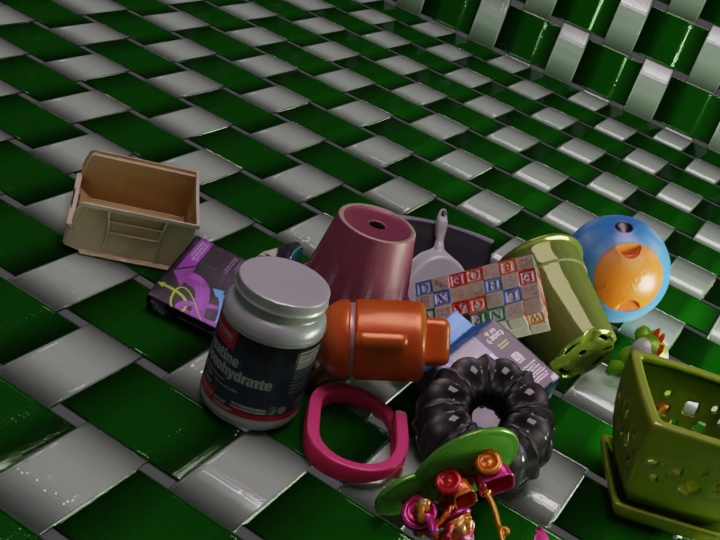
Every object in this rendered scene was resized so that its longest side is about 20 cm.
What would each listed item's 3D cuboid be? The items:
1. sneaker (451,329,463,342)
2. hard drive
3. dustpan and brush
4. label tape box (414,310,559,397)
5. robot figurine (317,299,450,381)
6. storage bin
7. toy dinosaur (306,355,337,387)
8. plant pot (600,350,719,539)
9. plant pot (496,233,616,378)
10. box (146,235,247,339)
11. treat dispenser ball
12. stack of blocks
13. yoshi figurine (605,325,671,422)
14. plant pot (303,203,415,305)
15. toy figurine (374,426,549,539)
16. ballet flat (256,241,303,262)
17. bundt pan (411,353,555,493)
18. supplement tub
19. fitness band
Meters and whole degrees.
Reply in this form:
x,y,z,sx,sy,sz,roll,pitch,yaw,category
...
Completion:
x,y,z,sx,sy,sz,roll,pitch,yaw,category
0.198,0.148,1.710,0.199,0.076,0.114,34,28,21,sneaker
0.131,-0.022,1.919,0.200,0.135,0.042,14,-9,-4,hard drive
0.135,-0.009,1.875,0.139,0.200,0.057,10,-2,-16,dustpan and brush
0.168,0.146,1.606,0.144,0.063,0.200,-36,66,-26,label tape box
0.024,0.098,1.535,0.200,0.117,0.144,3,33,-2,robot figurine
-0.369,-0.100,1.775,0.198,0.094,0.200,12,28,-15,storage bin
-0.027,0.133,1.627,0.200,0.060,0.106,-12,67,-42,toy dinosaur
0.452,0.258,1.550,0.200,0.182,0.199,17,26,-4,plant pot
0.333,0.074,1.842,0.200,0.200,0.190,0,44,-33,plant pot
-0.198,0.041,1.635,0.200,0.036,0.143,26,49,9,box
0.474,-0.004,2.032,0.201,0.201,0.201,15,27,-8,treat dispenser ball
0.195,0.058,1.757,0.200,0.059,0.115,-14,52,14,stack of blocks
0.473,0.183,1.834,0.112,0.112,0.200,-14,34,23,yoshi figurine
0.000,0.000,1.738,0.200,0.179,0.200,15,28,-8,plant pot
0.142,0.316,1.312,0.200,0.150,0.184,-22,52,-9,toy figurine
-0.142,0.001,1.767,0.073,0.073,0.200,19,29,-1,ballet flat
0.173,0.200,1.489,0.201,0.076,0.202,2,57,-3,bundt pan
-0.126,0.097,1.446,0.140,0.200,0.140,15,27,-8,supplement tub
-0.007,0.219,1.480,0.143,0.037,0.200,16,26,-7,fitness band
